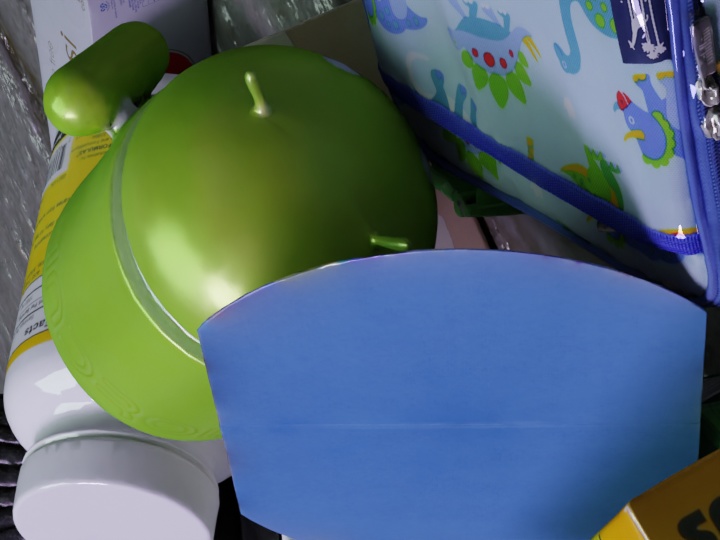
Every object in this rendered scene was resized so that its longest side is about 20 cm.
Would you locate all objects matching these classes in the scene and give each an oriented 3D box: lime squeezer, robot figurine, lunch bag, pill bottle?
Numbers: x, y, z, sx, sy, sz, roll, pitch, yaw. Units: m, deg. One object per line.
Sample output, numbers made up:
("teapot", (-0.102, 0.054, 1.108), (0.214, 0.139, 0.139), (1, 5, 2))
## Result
("lime squeezer", (0.054, -0.049, 0.949), (0.200, 0.038, 0.071), (47, 120, 38))
("robot figurine", (-0.045, -0.007, 0.906), (0.175, 0.116, 0.200), (45, 153, -3))
("lunch bag", (0.072, -0.085, 0.808), (0.200, 0.082, 0.162), (36, 147, 50))
("pill bottle", (-0.092, 0.024, 1.102), (0.113, 0.111, 0.201), (108, 171, -58))

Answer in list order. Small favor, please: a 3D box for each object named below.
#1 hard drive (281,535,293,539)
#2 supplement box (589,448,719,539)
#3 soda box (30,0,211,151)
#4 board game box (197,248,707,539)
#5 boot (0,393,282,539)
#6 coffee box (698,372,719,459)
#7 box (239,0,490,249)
("hard drive", (-0.019, 0.124, 1.161), (0.200, 0.026, 0.133), (-102, 0, -63))
("supplement box", (0.115, 0.123, 0.768), (0.110, 0.108, 0.200), (59, 156, 13))
("soda box", (-0.110, -0.077, 1.217), (0.068, 0.063, 0.201), (44, 148, 40))
("board game box", (0.032, 0.035, 0.833), (0.201, 0.157, 0.039), (82, -171, -55))
("boot", (-0.111, 0.130, 1.147), (0.212, 0.156, 0.080), (-102, 1, -47))
("coffee box", (0.163, 0.085, 0.820), (0.124, 0.044, 0.200), (66, 157, -1))
("box", (0.000, 0.000, 1.040), (0.201, 0.077, 0.095), (66, 157, -2))
